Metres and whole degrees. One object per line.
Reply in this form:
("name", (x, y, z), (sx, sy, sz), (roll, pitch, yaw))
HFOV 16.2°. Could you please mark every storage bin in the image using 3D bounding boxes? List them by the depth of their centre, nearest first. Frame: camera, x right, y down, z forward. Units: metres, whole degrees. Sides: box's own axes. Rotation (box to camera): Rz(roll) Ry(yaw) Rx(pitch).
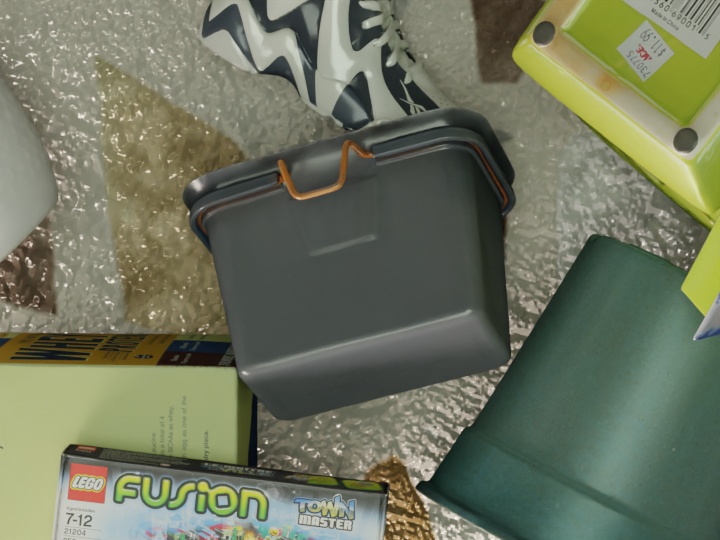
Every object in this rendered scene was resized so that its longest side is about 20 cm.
("storage bin", (0.000, 0.000, 1.558), (0.200, 0.146, 0.135), (-15, 61, 11))

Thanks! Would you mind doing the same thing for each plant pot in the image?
("plant pot", (0.223, -0.133, 1.507), (0.200, 0.181, 0.199), (42, 100, 31))
("plant pot", (0.166, 0.095, 1.575), (0.200, 0.200, 0.196), (27, 90, 0))

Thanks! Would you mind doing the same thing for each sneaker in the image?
("sneaker", (0.010, -0.159, 1.604), (0.199, 0.079, 0.130), (30, 106, 10))

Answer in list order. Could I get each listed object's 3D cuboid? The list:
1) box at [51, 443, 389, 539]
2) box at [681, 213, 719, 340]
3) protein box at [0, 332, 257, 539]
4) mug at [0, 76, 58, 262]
("box", (-0.087, 0.173, 1.535), (0.199, 0.035, 0.110), (6, 97, 2))
("box", (0.273, -0.028, 1.455), (0.048, 0.200, 0.122), (50, 132, 35))
("protein box", (-0.171, 0.145, 1.622), (0.199, 0.135, 0.199), (1, 97, 3))
("mug", (-0.299, -0.065, 1.615), (0.175, 0.148, 0.200), (46, 127, -9))
